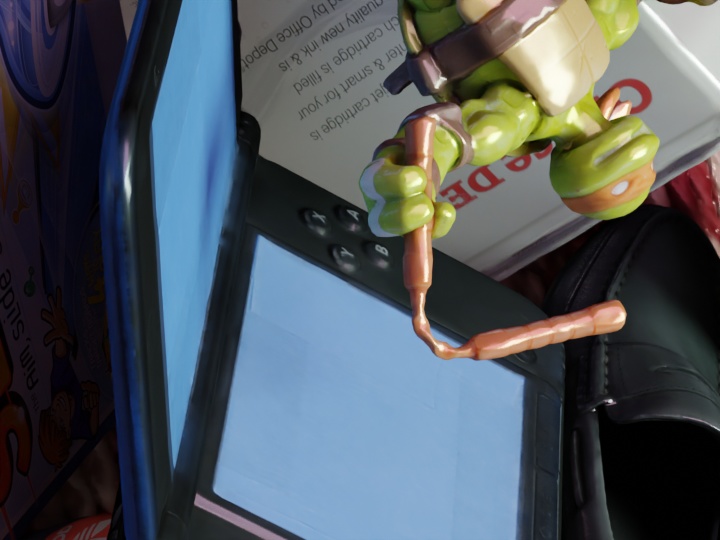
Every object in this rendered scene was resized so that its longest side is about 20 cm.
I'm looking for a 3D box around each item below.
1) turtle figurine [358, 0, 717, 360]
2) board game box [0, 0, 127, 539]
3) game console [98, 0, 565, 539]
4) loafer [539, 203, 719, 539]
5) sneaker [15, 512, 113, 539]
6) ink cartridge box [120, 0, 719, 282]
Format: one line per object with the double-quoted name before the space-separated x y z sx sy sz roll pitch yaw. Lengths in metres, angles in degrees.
"turtle figurine" 0.038 -0.077 0.772 0.200 0.064 0.161 -41 104 -36
"board game box" -0.100 -0.040 0.723 0.135 0.034 0.200 -53 139 -55
"game console" 0.000 0.000 0.728 0.171 0.118 0.200 28 32 -13
"loafer" 0.082 0.057 0.839 0.068 0.070 0.201 38 44 -23
"sneaker" -0.010 0.121 0.766 0.200 0.084 0.075 31 47 -31
"ink cartridge box" 0.007 -0.100 0.875 0.200 0.146 0.085 47 39 -16
